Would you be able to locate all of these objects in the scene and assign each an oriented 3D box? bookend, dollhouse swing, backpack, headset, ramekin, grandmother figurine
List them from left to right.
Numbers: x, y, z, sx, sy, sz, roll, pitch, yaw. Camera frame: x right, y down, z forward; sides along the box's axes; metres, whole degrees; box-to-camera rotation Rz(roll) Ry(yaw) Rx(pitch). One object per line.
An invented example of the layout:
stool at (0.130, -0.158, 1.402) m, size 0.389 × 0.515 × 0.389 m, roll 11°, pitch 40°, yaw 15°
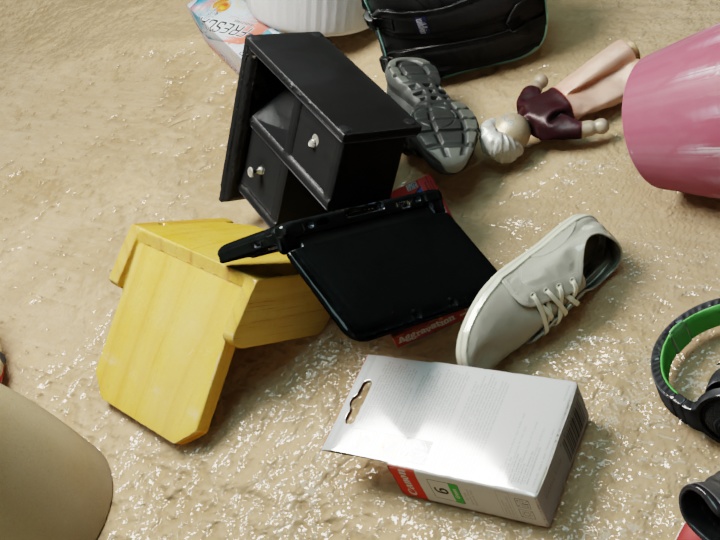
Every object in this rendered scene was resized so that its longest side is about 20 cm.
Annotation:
dollhouse swing at (-0.145, 0.059, 1.117) m, size 0.199 × 0.177 × 0.181 m, roll 20°, pitch 18°, yaw 39°
bookend at (-0.050, -0.109, 1.121) m, size 0.092 × 0.201 × 0.199 m, roll -11°, pitch 43°, yaw -32°
ramekin at (-0.057, -0.378, 1.412) m, size 0.199 × 0.098 × 0.201 m, roll 3°, pitch 34°, yaw -2°
backpack at (0.115, -0.319, 1.257) m, size 0.199 × 0.176 × 0.154 m, roll -4°, pitch 50°, yaw 18°
grandmother figurine at (0.211, -0.176, 1.155) m, size 0.199 × 0.061 × 0.121 m, roll -30°, pitch 33°, yaw -8°
headset at (0.308, 0.074, 0.830) m, size 0.123 × 0.094 × 0.200 m, roll -41°, pitch 38°, yaw -15°

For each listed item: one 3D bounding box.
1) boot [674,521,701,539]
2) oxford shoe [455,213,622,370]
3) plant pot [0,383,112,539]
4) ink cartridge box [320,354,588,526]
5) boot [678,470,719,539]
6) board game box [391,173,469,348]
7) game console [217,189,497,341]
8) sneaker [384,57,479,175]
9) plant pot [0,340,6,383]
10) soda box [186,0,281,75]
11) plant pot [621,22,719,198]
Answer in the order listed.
boot at (0.211, 0.213, 0.705) m, size 0.072 × 0.145 × 0.200 m, roll 3°, pitch 49°, yaw 31°
oxford shoe at (0.161, 0.022, 0.972) m, size 0.200 × 0.075 × 0.058 m, roll -40°, pitch 42°, yaw -21°
plant pot at (-0.355, 0.172, 0.986) m, size 0.186 × 0.200 × 0.188 m, roll -14°, pitch 43°, yaw 14°
ink cartridge box at (0.078, 0.136, 0.918) m, size 0.199 × 0.050 × 0.109 m, roll 5°, pitch 51°, yaw 32°
boot at (0.316, 0.175, 0.705) m, size 0.199 × 0.070 × 0.131 m, roll 22°, pitch 37°, yaw 35°
board game box at (0.055, -0.015, 1.101) m, size 0.103 × 0.019 × 0.200 m, roll -25°, pitch 42°, yaw 3°
game console at (0.000, 0.000, 1.016) m, size 0.199 × 0.117 × 0.176 m, roll -15°, pitch -1°, yaw -40°
sneaker at (0.075, -0.154, 1.187) m, size 0.075 × 0.080 × 0.200 m, roll -3°, pitch 39°, yaw -13°
plant pot at (-0.490, 0.081, 1.146) m, size 0.182 × 0.201 × 0.201 m, roll -23°, pitch 42°, yaw 0°
soda box at (-0.158, -0.309, 1.459) m, size 0.063 × 0.069 × 0.200 m, roll -34°, pitch 44°, yaw -9°
plant pot at (0.341, -0.142, 0.970) m, size 0.179 × 0.200 × 0.200 m, roll -2°, pitch 46°, yaw 46°
